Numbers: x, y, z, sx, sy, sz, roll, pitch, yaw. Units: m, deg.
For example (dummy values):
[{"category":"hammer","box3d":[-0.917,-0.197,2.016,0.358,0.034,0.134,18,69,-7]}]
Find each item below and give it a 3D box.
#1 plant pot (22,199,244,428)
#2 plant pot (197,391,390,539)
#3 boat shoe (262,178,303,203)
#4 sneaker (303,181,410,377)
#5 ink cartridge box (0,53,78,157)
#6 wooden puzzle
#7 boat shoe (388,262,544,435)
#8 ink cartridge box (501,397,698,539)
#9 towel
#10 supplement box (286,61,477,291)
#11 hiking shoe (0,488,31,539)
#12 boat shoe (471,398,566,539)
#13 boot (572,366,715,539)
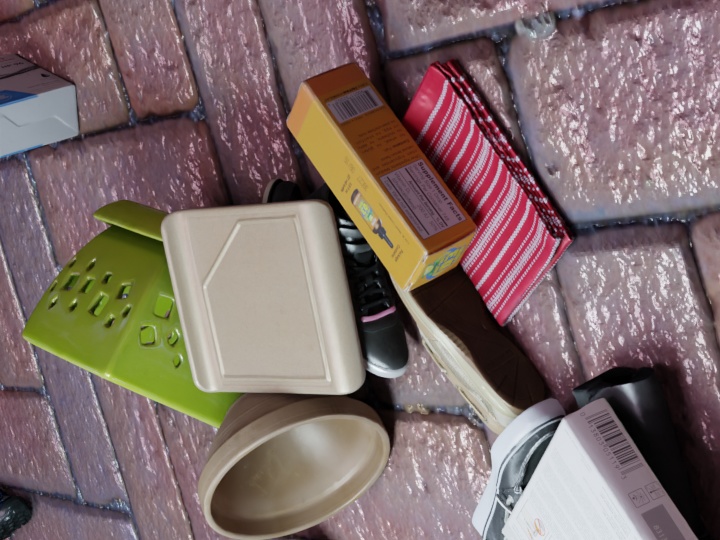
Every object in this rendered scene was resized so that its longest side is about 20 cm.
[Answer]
[{"category":"plant pot","box3d":[-0.202,0.042,1.822,0.199,0.198,0.183,18,82,51]},{"category":"plant pot","box3d":[-0.077,0.175,1.746,0.093,0.199,0.202,62,149,35]},{"category":"boat shoe","box3d":[-0.058,0.007,1.742,0.062,0.074,0.204,-2,99,26]},{"category":"sneaker","box3d":[0.000,0.000,1.640,0.201,0.070,0.099,64,152,16]},{"category":"ink cartridge box","box3d":[-0.445,-0.210,2.140,0.199,0.115,0.069,27,128,46]},{"category":"wooden puzzle","box3d":[-0.092,0.026,1.670,0.198,0.037,0.187,-3,104,35]},{"category":"boat shoe","box3d":[0.082,0.059,1.553,0.201,0.071,0.065,56,144,19]},{"category":"ink cartridge box","box3d":[0.195,0.222,1.403,0.162,0.050,0.201,58,155,25]},{"category":"towel","box3d":[0.097,-0.067,1.509,0.201,0.022,0.145,57,146,18]},{"category":"supplement box","box3d":[0.017,-0.084,1.537,0.201,0.068,0.067,57,149,18]},{"category":"hiking shoe","box3d":[-0.564,0.367,2.666,0.200,0.074,0.087,-36,78,56]},{"category":"boat shoe","box3d":[0.148,0.192,1.523,0.068,0.073,0.200,54,145,30]},{"category":"boot","box3d":[0.254,0.174,1.378,0.164,0.065,0.202,-13,92,55]}]
